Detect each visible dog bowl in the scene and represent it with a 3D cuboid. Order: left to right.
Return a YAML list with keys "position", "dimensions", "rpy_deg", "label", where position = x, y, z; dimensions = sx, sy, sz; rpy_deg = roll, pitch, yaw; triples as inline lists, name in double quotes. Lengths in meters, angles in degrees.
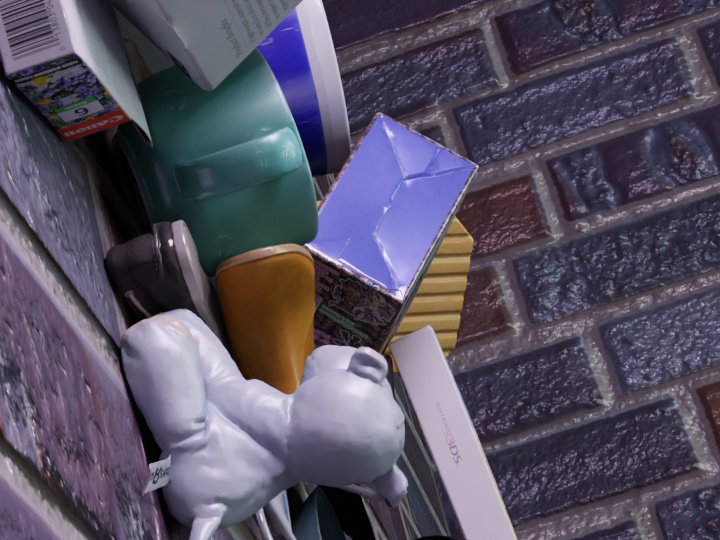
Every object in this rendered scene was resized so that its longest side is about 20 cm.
- position: [-0.069, -0.174, 1.733]
  dimensions: [0.200, 0.078, 0.202]
  rpy_deg: [166, -90, -85]
  label: "dog bowl"

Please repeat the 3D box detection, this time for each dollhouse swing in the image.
- position: [0.023, 0.053, 1.971]
  dimensions: [0.182, 0.174, 0.201]
  rpy_deg: [-100, -163, -63]
  label: "dollhouse swing"

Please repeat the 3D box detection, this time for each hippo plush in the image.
- position: [-0.056, 0.087, 1.330]
  dimensions: [0.200, 0.160, 0.160]
  rpy_deg: [-85, 157, -80]
  label: "hippo plush"

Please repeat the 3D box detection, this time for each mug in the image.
- position: [-0.109, -0.080, 1.467]
  dimensions: [0.185, 0.114, 0.153]
  rpy_deg: [94, -27, -62]
  label: "mug"

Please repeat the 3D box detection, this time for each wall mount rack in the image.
- position: [-0.038, 0.178, 1.704]
  dimensions: [0.201, 0.074, 0.174]
  rpy_deg: [-101, 165, -56]
  label: "wall mount rack"

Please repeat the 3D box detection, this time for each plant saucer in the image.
- position: [-0.023, 0.288, 1.790]
  dimensions: [0.200, 0.036, 0.202]
  rpy_deg: [-17, 90, -86]
  label: "plant saucer"

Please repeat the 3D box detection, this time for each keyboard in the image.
- position: [-0.042, 0.175, 1.846]
  dimensions: [0.104, 0.039, 0.201]
  rpy_deg: [42, -23, 43]
  label: "keyboard"

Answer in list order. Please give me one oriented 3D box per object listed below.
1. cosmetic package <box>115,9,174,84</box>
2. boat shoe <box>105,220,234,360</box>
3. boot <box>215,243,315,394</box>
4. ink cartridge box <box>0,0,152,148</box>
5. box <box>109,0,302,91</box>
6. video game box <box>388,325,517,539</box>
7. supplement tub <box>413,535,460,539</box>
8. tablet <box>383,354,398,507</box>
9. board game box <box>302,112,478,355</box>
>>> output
- position: [-0.160, -0.186, 1.603]
  dimensions: [0.200, 0.087, 0.104]
  rpy_deg: [68, 6, -57]
  label: "cosmetic package"
- position: [-0.128, 0.031, 1.438]
  dimensions: [0.200, 0.057, 0.067]
  rpy_deg: [75, 3, -57]
  label: "boat shoe"
- position: [-0.054, 0.071, 1.462]
  dimensions: [0.201, 0.070, 0.145]
  rpy_deg: [91, -12, -74]
  label: "boot"
- position: [-0.190, -0.147, 1.330]
  dimensions: [0.200, 0.050, 0.110]
  rpy_deg: [61, 12, -75]
  label: "ink cartridge box"
- position: [-0.140, -0.255, 1.361]
  dimensions: [0.200, 0.131, 0.199]
  rpy_deg: [43, -6, 19]
  label: "box"
- position: [0.081, 0.149, 1.799]
  dimensions: [0.182, 0.047, 0.201]
  rpy_deg: [81, -13, -86]
  label: "video game box"
- position: [0.063, 0.301, 1.798]
  dimensions: [0.200, 0.122, 0.123]
  rpy_deg: [-6, 78, -86]
  label: "supplement tub"
- position: [0.023, 0.146, 1.855]
  dimensions: [0.200, 0.014, 0.131]
  rpy_deg: [92, -4, -84]
  label: "tablet"
- position: [0.000, 0.000, 1.716]
  dimensions: [0.160, 0.096, 0.200]
  rpy_deg: [-59, 176, -36]
  label: "board game box"
